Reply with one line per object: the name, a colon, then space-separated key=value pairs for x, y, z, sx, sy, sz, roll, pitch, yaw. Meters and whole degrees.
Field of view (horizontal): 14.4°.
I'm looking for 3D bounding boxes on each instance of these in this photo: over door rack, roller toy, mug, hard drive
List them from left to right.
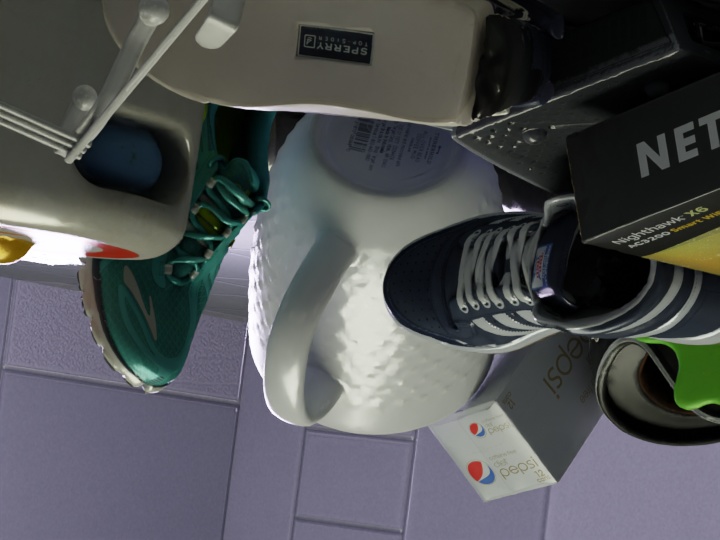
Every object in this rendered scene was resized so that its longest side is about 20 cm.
over door rack: x=-0.140 y=-0.119 z=1.142 sx=0.147 sy=0.067 sz=0.200 roll=23 pitch=158 yaw=-18
roller toy: x=-0.172 y=-0.073 z=1.405 sx=0.199 sy=0.140 sz=0.182 roll=8 pitch=175 yaw=-8
mug: x=0.000 y=0.000 z=1.592 sx=0.147 sy=0.200 sz=0.176 roll=23 pitch=143 yaw=14
hard drive: x=0.144 y=-0.069 z=1.305 sx=0.135 sy=0.043 sz=0.200 roll=-20 pitch=156 yaw=33

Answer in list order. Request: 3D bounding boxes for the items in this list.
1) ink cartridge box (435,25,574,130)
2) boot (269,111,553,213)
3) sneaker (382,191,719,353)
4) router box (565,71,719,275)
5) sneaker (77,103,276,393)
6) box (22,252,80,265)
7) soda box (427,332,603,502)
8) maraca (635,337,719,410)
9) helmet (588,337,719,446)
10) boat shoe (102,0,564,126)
ink cartridge box: x=0.095 y=-0.086 z=1.450 sx=0.199 sy=0.041 sz=0.200 roll=11 pitch=175 yaw=-36
boot: x=0.041 y=-0.063 z=1.726 sx=0.199 sy=0.073 sz=0.182 roll=14 pitch=175 yaw=-9
sneaker: x=0.078 y=0.001 z=1.345 sx=0.199 sy=0.070 sz=0.108 roll=0 pitch=174 yaw=32
router box: x=0.214 y=-0.053 z=1.220 sx=0.200 sy=0.052 sz=0.157 roll=-22 pitch=157 yaw=39
sneaker: x=-0.091 y=-0.033 z=1.502 sx=0.079 sy=0.201 sz=0.077 roll=-9 pitch=147 yaw=42
box: x=-0.247 y=-0.068 z=1.831 sx=0.199 sy=0.105 sz=0.148 roll=9 pitch=175 yaw=-32
soda box: x=0.122 y=0.047 z=1.721 sx=0.064 sy=0.200 sz=0.068 roll=-20 pitch=114 yaw=44
maraca: x=0.229 y=-0.001 z=1.489 sx=0.200 sy=0.137 sz=0.107 roll=-37 pitch=168 yaw=28
helmet: x=0.231 y=0.026 z=1.642 sx=0.200 sy=0.201 sz=0.191 roll=11 pitch=-165 yaw=-42
boat shoe: x=-0.008 y=-0.101 z=1.223 sx=0.199 sy=0.075 sz=0.093 roll=17 pitch=-168 yaw=27
